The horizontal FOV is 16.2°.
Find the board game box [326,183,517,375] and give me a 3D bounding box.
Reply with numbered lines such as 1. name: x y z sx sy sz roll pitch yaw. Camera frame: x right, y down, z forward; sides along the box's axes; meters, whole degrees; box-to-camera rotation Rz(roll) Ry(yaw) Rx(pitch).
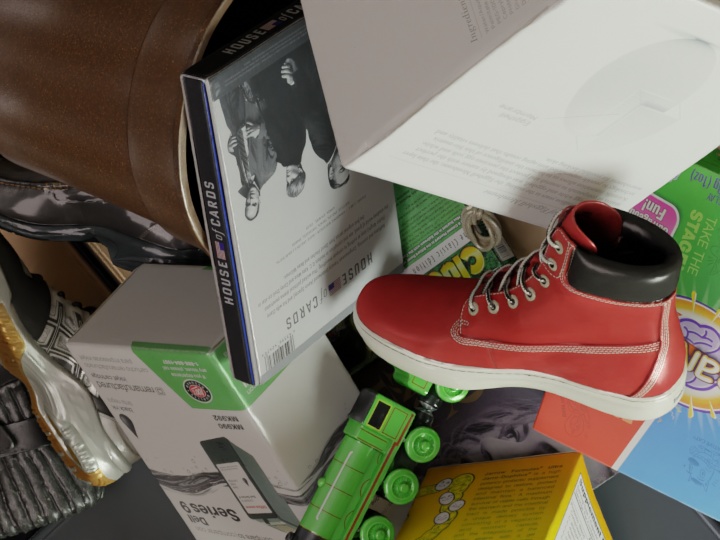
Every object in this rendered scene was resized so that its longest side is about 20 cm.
1. board game box: 0.000 0.000 1.601 0.200 0.023 0.105 -35 80 36

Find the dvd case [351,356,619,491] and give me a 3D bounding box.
1. dvd case: 0.069 0.104 1.615 0.200 0.016 0.149 -39 88 34

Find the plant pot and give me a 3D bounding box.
1. plant pot: -0.117 -0.117 1.532 0.198 0.200 0.200 17 117 34

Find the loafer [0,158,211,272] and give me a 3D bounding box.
1. loafer: -0.179 -0.054 1.665 0.200 0.073 0.072 16 108 13

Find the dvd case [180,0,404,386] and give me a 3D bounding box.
1. dvd case: -0.035 -0.053 1.475 0.025 0.150 0.200 15 126 34

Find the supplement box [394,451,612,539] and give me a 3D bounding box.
1. supplement box: 0.077 0.214 1.527 0.109 0.200 0.109 -8 119 26

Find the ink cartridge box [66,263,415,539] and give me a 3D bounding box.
1. ink cartridge box: -0.070 0.098 1.596 0.146 0.084 0.200 1 130 46

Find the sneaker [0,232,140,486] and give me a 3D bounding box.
1. sneaker: -0.198 0.044 1.695 0.200 0.088 0.076 60 161 -18

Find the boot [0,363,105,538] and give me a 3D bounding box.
1. boot: -0.291 0.116 1.784 0.211 0.079 0.158 -11 104 32

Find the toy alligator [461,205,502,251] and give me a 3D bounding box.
1. toy alligator: 0.054 -0.112 1.515 0.059 0.054 0.200 -9 110 34

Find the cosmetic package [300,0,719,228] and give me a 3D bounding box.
1. cosmetic package: 0.112 -0.131 1.369 0.200 0.199 0.123 -37 54 34

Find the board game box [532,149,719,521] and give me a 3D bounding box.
1. board game box: 0.203 0.035 1.486 0.153 0.040 0.200 25 115 19

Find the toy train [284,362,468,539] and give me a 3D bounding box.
1. toy train: 0.015 0.105 1.537 0.056 0.042 0.200 29 85 -19

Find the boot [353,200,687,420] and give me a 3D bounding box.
1. boot: 0.087 0.004 1.439 0.200 0.072 0.144 10 140 18
